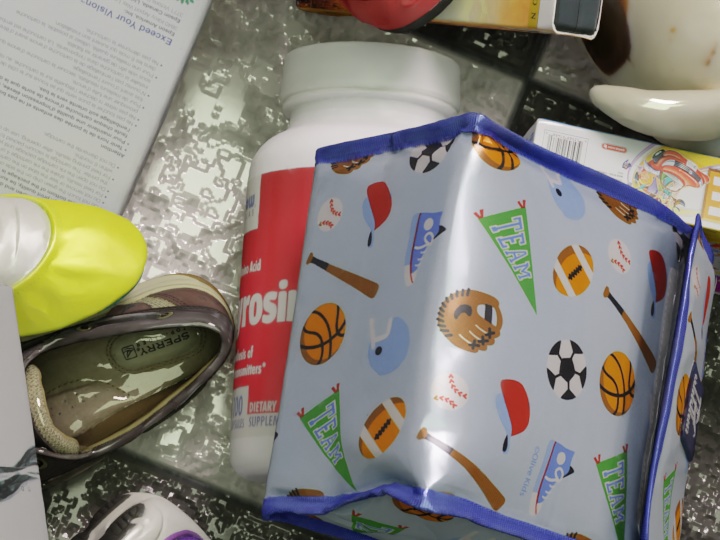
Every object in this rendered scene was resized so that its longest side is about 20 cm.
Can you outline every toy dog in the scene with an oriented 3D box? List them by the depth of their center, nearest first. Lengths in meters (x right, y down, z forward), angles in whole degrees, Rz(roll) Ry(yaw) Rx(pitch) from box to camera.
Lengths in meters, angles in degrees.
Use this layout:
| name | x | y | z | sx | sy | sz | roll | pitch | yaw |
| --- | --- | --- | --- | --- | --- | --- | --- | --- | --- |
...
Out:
| name | x | y | z | sx | sy | sz | roll | pitch | yaw |
| --- | --- | --- | --- | --- | --- | --- | --- | --- | --- |
| toy dog | 0.129 | -0.135 | 1.072 | 0.200 | 0.140 | 0.194 | 34 | 58 | 24 |

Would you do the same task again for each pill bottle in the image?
| name | x | y | z | sx | sy | sz | roll | pitch | yaw |
| --- | --- | --- | --- | --- | --- | --- | --- | --- | --- |
| pill bottle | 0.000 | 0.000 | 1.051 | 0.112 | 0.112 | 0.200 | 4 | 80 | -6 |

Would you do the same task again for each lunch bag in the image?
| name | x | y | z | sx | sy | sz | roll | pitch | yaw |
| --- | --- | --- | --- | --- | --- | --- | --- | --- | --- |
| lunch bag | 0.075 | 0.046 | 0.957 | 0.200 | 0.124 | 0.170 | 24 | 69 | -40 |

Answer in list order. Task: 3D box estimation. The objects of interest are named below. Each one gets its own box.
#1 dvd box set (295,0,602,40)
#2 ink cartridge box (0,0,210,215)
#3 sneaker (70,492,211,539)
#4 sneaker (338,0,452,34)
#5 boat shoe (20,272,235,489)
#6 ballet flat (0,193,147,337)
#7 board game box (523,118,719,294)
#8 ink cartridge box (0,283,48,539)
| name | x | y | z | sx | sy | sz | roll | pitch | yaw |
| --- | --- | --- | --- | --- | --- | --- | --- | --- | --- |
| dvd box set | 0.043 | -0.185 | 1.035 | 0.029 | 0.200 | 0.147 | 3 | 97 | -36 |
| ink cartridge box | -0.185 | -0.106 | 1.059 | 0.196 | 0.043 | 0.200 | 25 | 110 | -2 |
| sneaker | -0.135 | 0.197 | 1.024 | 0.083 | 0.081 | 0.200 | 44 | 84 | -16 |
| sneaker | -0.030 | -0.184 | 1.016 | 0.071 | 0.098 | 0.200 | -47 | 45 | 3 |
| boat shoe | -0.149 | 0.062 | 1.039 | 0.200 | 0.065 | 0.073 | -31 | 99 | -5 |
| ballet flat | -0.199 | -0.004 | 1.022 | 0.200 | 0.067 | 0.067 | -5 | 62 | 10 |
| board game box | 0.164 | -0.020 | 1.062 | 0.200 | 0.134 | 0.034 | 12 | 80 | -4 |
| ink cartridge box | -0.210 | 0.110 | 0.938 | 0.146 | 0.083 | 0.200 | -10 | 85 | 17 |
